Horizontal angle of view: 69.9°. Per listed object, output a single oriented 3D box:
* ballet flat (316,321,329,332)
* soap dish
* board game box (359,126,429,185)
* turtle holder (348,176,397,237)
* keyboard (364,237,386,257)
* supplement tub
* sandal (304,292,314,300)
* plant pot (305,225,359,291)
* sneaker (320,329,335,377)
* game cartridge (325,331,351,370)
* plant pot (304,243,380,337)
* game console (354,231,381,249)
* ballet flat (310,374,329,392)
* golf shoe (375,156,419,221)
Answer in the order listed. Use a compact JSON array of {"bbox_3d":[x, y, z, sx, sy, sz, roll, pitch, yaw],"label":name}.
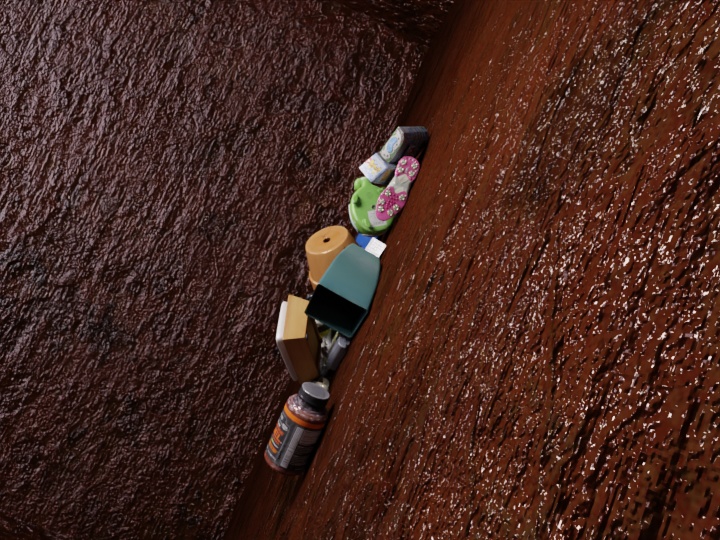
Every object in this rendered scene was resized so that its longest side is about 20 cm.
[{"bbox_3d":[-0.139,0.152,1.500,0.199,0.068,0.069,-29,58,35],"label":"ballet flat"},{"bbox_3d":[-0.160,0.189,1.395,0.158,0.080,0.201,-89,-10,-48],"label":"soap dish"},{"bbox_3d":[0.096,-0.324,1.506,0.199,0.062,0.200,-23,-21,-51],"label":"board game box"},{"bbox_3d":[0.018,-0.185,1.556,0.141,0.186,0.132,-42,-4,-20],"label":"turtle holder"},{"bbox_3d":[0.000,0.000,1.476,0.056,0.011,0.201,33,89,42],"label":"keyboard"},{"bbox_3d":[-0.142,0.364,1.199,0.107,0.106,0.201,-97,31,-80],"label":"supplement tub"},{"bbox_3d":[-0.150,0.131,1.589,0.045,0.074,0.201,-112,27,-43],"label":"sandal"},{"bbox_3d":[-0.079,-0.039,1.560,0.201,0.198,0.141,-72,-33,-46],"label":"plant pot"},{"bbox_3d":[-0.090,0.220,1.540,0.074,0.084,0.202,-10,71,43],"label":"sneaker"},{"bbox_3d":[-0.048,0.176,1.455,0.201,0.041,0.134,-73,4,-47],"label":"game cartridge"},{"bbox_3d":[-0.031,0.038,1.358,0.201,0.140,0.142,-63,2,-42],"label":"plant pot"},{"bbox_3d":[0.073,-0.161,1.760,0.171,0.118,0.201,47,118,50],"label":"game console"},{"bbox_3d":[-0.114,0.321,1.428,0.062,0.068,0.200,-44,9,-6],"label":"ballet flat"},{"bbox_3d":[0.107,-0.226,1.480,0.201,0.075,0.092,-59,-3,-5],"label":"golf shoe"}]
